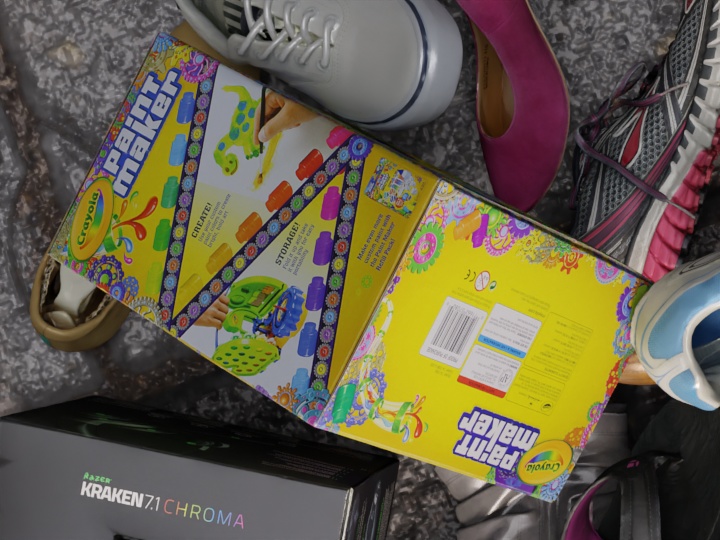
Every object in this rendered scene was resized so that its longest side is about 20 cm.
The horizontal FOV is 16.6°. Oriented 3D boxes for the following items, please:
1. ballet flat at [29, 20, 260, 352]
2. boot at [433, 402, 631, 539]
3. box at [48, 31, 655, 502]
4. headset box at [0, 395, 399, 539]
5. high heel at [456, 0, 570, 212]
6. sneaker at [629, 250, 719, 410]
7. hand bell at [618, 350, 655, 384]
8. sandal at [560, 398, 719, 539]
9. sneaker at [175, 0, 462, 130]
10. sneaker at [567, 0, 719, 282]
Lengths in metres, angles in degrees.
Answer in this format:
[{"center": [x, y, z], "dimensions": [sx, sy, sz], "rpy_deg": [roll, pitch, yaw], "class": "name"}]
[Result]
[{"center": [-0.111, -0.045, 1.286], "dimensions": [0.069, 0.063, 0.200], "rpy_deg": [27, 93, 6], "class": "ballet flat"}, {"center": [0.061, 0.151, 1.270], "dimensions": [0.200, 0.070, 0.132], "rpy_deg": [-22, 85, -4], "class": "boot"}, {"center": [0.000, 0.000, 1.169], "dimensions": [0.192, 0.200, 0.122], "rpy_deg": [30, 95, 39], "class": "box"}, {"center": [-0.082, 0.126, 1.214], "dimensions": [0.174, 0.200, 0.093], "rpy_deg": [11, 91, 6], "class": "headset box"}, {"center": [0.053, -0.111, 1.223], "dimensions": [0.096, 0.067, 0.200], "rpy_deg": [-12, 127, -20], "class": "high heel"}, {"center": [0.219, -0.005, 1.150], "dimensions": [0.200, 0.072, 0.073], "rpy_deg": [-37, 44, 2], "class": "sneaker"}, {"center": [0.205, 0.030, 1.216], "dimensions": [0.199, 0.104, 0.104], "rpy_deg": [-7, 89, 2], "class": "hand bell"}, {"center": [0.122, 0.147, 1.194], "dimensions": [0.048, 0.075, 0.201], "rpy_deg": [32, 84, -38], "class": "sandal"}, {"center": [-0.027, -0.113, 1.203], "dimensions": [0.071, 0.200, 0.073], "rpy_deg": [3, 101, -34], "class": "sneaker"}, {"center": [0.146, -0.071, 1.245], "dimensions": [0.074, 0.081, 0.201], "rpy_deg": [18, 93, 9], "class": "sneaker"}]
